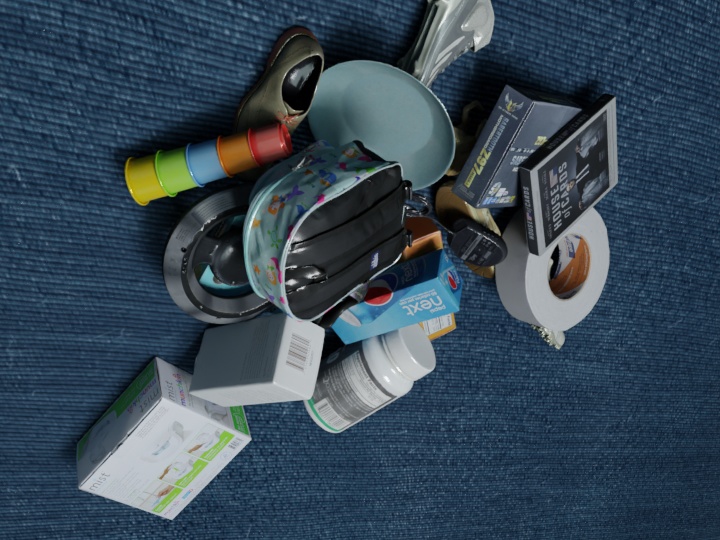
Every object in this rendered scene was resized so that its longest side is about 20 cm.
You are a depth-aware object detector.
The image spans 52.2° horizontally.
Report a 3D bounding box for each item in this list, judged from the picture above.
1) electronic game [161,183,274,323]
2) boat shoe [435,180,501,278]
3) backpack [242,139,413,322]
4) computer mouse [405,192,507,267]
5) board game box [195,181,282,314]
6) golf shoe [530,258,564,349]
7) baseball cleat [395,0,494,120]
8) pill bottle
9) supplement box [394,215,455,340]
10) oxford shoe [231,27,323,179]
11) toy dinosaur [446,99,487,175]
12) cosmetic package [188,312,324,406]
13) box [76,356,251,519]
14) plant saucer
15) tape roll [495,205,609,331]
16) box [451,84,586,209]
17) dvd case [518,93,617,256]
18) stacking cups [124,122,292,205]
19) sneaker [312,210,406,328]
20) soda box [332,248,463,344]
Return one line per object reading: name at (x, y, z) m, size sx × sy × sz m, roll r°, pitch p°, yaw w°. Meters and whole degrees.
electronic game at (-0.158, -0.018, 0.951) m, size 0.197 × 0.042 × 0.203 m, roll -17°, pitch 128°, yaw -22°
boat shoe at (0.169, -0.071, 1.107) m, size 0.063 × 0.073 × 0.201 m, roll -53°, pitch 140°, yaw -20°
backpack at (-0.050, -0.047, 0.867) m, size 0.200 × 0.149 × 0.179 m, roll -40°, pitch 145°, yaw -34°
computer mouse at (0.121, -0.065, 1.035) m, size 0.198 × 0.034 × 0.059 m, roll 29°, pitch 131°, yaw -11°
board game box at (-0.115, -0.017, 1.029) m, size 0.198 × 0.047 × 0.152 m, roll 21°, pitch 112°, yaw -33°
golf shoe at (0.325, 0.056, 1.255) m, size 0.097 × 0.078 × 0.200 m, roll -39°, pitch 131°, yaw -1°
baseball cleat at (0.107, -0.274, 0.928) m, size 0.105 × 0.070 × 0.202 m, roll 10°, pitch 120°, yaw -28°
pill bottle at (0.012, 0.159, 1.137) m, size 0.199 × 0.114 × 0.113 m, roll -34°, pitch 131°, yaw 24°
supplement box at (0.095, 0.013, 1.130) m, size 0.068 × 0.067 × 0.202 m, roll -21°, pitch 129°, yaw -11°
oxford shoe at (-0.104, -0.191, 0.892) m, size 0.070 × 0.075 × 0.202 m, roll 12°, pitch 118°, yaw -29°
toy dinosaur at (0.142, -0.180, 1.017) m, size 0.101 × 0.058 × 0.199 m, roll -42°, pitch 129°, yaw 11°
cosmetic package at (-0.147, 0.127, 1.019) m, size 0.074 × 0.103 × 0.198 m, roll 30°, pitch 150°, yaw -36°
box at (-0.299, 0.261, 1.116) m, size 0.200 × 0.097 × 0.176 m, roll -46°, pitch 127°, yaw 13°
plant saucer at (0.029, -0.187, 0.927) m, size 0.198 × 0.039 × 0.203 m, roll 17°, pitch 142°, yaw 13°
tape roll at (0.303, -0.011, 1.150) m, size 0.198 × 0.066 × 0.204 m, roll -9°, pitch 106°, yaw -34°
box at (0.224, -0.167, 1.013) m, size 0.199 × 0.051 × 0.159 m, roll -10°, pitch 132°, yaw -54°
dvd case at (0.301, -0.136, 1.045) m, size 0.199 × 0.025 × 0.152 m, roll -40°, pitch 134°, yaw -24°
stacking cups at (-0.178, -0.129, 0.879) m, size 0.197 × 0.061 × 0.061 m, roll -12°, pitch 130°, yaw 8°
sneaker at (0.000, 0.000, 1.003) m, size 0.075 × 0.088 × 0.200 m, roll 33°, pitch 106°, yaw -37°
soda box at (0.046, 0.041, 1.066) m, size 0.198 × 0.065 × 0.068 m, roll -20°, pitch 123°, yaw 29°
